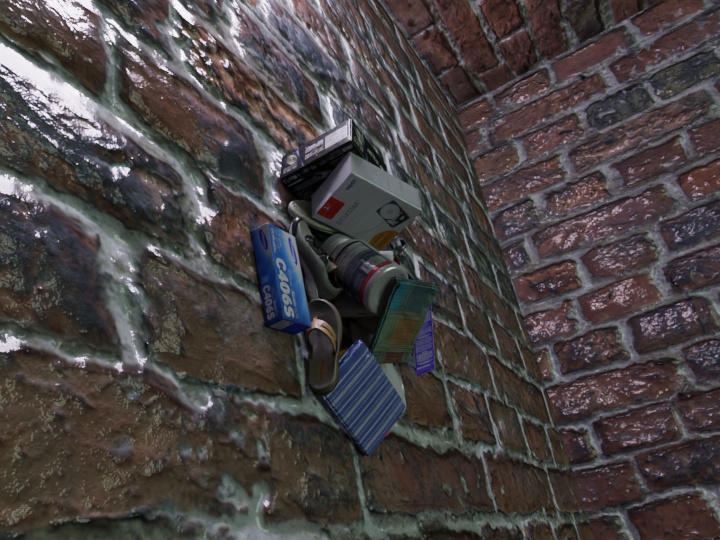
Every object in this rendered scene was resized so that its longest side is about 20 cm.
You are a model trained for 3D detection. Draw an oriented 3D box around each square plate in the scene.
[{"bbox_3d":[0.049,0.228,1.408,0.198,0.028,0.201,30,42,-54],"label":"square plate"}]

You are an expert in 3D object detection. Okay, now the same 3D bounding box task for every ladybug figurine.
[{"bbox_3d":[0.038,0.087,1.393,0.200,0.135,0.072,-123,-160,-46],"label":"ladybug figurine"}]

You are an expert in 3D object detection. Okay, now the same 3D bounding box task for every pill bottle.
[{"bbox_3d":[0.000,0.000,1.308,0.200,0.120,0.119,37,-1,41],"label":"pill bottle"}]

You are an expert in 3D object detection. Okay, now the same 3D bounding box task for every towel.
[{"bbox_3d":[0.003,0.258,1.203,0.145,0.024,0.201,-46,116,-30],"label":"towel"},{"bbox_3d":[0.091,0.114,1.294,0.146,0.201,0.022,7,18,-45],"label":"towel"}]

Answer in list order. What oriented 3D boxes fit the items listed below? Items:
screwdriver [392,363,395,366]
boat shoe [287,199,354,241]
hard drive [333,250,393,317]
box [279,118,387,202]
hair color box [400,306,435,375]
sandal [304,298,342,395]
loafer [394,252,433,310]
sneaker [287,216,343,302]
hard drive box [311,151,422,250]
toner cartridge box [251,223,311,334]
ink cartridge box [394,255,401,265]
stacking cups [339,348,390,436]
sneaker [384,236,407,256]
[{"bbox_3d":[0.046,0.153,1.408,0.029,0.028,0.201,79,-12,-52],"label":"screwdriver"},{"bbox_3d":[-0.091,-0.102,1.375,0.199,0.062,0.075,22,42,-39],"label":"boat shoe"},{"bbox_3d":[0.010,0.029,1.387,0.201,0.131,0.027,-85,172,-48],"label":"hard drive"},{"bbox_3d":[-0.060,-0.227,1.377,0.164,0.199,0.087,46,30,-39],"label":"box"},{"bbox_3d":[0.126,0.143,1.462,0.109,0.064,0.202,28,-53,59],"label":"hair color box"},{"bbox_3d":[-0.081,0.140,1.148,0.055,0.081,0.201,50,34,-51],"label":"sandal"},{"bbox_3d":[0.146,0.047,1.750,0.201,0.073,0.072,58,31,4],"label":"loafer"},{"bbox_3d":[-0.093,-0.025,1.272,0.074,0.079,0.202,-9,76,-64],"label":"sneaker"},{"bbox_3d":[0.012,-0.151,1.339,0.199,0.156,0.077,23,41,-28],"label":"hard drive box"},{"bbox_3d":[-0.153,0.016,1.146,0.095,0.043,0.201,28,44,-58],"label":"toner cartridge box"},{"bbox_3d":[0.117,0.070,1.608,0.161,0.050,0.201,98,-34,-84],"label":"ink cartridge box"},{"bbox_3d":[0.005,0.261,1.250,0.201,0.060,0.061,62,23,-17],"label":"stacking cups"},{"bbox_3d":[0.071,-0.067,1.666,0.074,0.081,0.200,66,23,1],"label":"sneaker"}]
